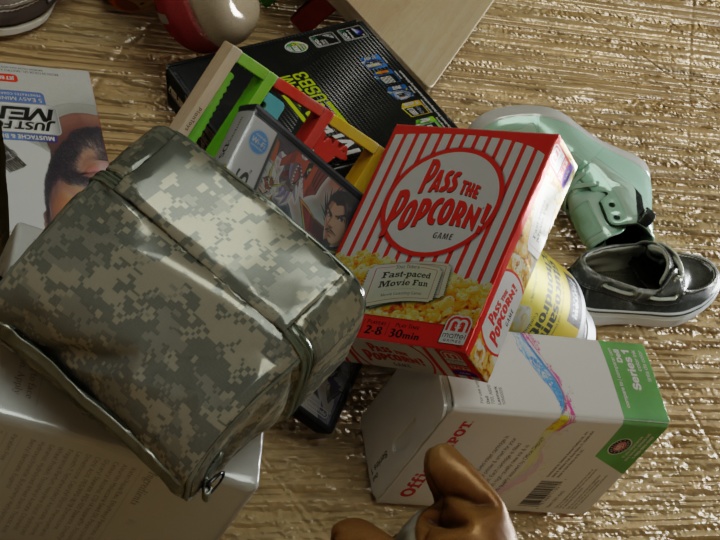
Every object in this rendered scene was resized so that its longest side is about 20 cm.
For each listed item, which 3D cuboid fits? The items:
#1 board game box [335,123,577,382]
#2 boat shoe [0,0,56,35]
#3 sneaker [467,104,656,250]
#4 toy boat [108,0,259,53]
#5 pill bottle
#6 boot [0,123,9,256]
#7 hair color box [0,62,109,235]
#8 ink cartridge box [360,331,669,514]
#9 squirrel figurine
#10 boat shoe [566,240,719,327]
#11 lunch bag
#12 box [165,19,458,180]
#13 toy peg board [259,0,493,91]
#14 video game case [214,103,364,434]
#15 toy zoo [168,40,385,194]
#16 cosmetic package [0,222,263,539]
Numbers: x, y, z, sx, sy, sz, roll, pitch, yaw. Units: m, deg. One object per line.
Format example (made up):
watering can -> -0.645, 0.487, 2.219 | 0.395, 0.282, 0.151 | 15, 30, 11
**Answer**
board game box -> 0.061, -0.017, 1.427 | 0.046, 0.151, 0.200 | 52, 53, -45
boat shoe -> -0.276, -0.270, 1.640 | 0.072, 0.060, 0.200 | 42, 45, 7
sneaker -> 0.194, -0.080, 1.745 | 0.200, 0.074, 0.118 | 18, 41, -20
toy boat -> -0.168, -0.269, 1.671 | 0.131, 0.131, 0.200 | -19, 32, 6
pill bottle -> 0.119, 0.029, 1.541 | 0.200, 0.112, 0.112 | 33, 32, -53
boot -> -0.346, -0.080, 1.393 | 0.155, 0.072, 0.200 | -8, 63, -2
hair color box -> -0.259, -0.071, 1.483 | 0.111, 0.064, 0.200 | 3, 55, -30
ink cartridge box -> 0.119, 0.122, 1.486 | 0.200, 0.145, 0.084 | 7, 51, -25
squirrel figurine -> 0.043, 0.263, 1.335 | 0.200, 0.142, 0.187 | 45, 52, 13
boat shoe -> 0.268, 0.009, 1.719 | 0.200, 0.071, 0.072 | -9, 59, -36
lunch bag -> -0.123, 0.031, 1.190 | 0.200, 0.139, 0.168 | 41, 63, 9
box -> -0.043, -0.132, 1.600 | 0.193, 0.048, 0.200 | -14, 43, -22
toy peg board -> 0.007, -0.276, 1.807 | 0.199, 0.098, 0.200 | 46, 44, -11
video game case -> -0.057, 0.001, 1.444 | 0.200, 0.025, 0.181 | 39, 65, -34
toy zoo -> -0.065, -0.076, 1.479 | 0.200, 0.131, 0.020 | 31, 2, -33
cosmetic package -> -0.182, 0.100, 1.312 | 0.200, 0.165, 0.165 | 19, 48, -16
